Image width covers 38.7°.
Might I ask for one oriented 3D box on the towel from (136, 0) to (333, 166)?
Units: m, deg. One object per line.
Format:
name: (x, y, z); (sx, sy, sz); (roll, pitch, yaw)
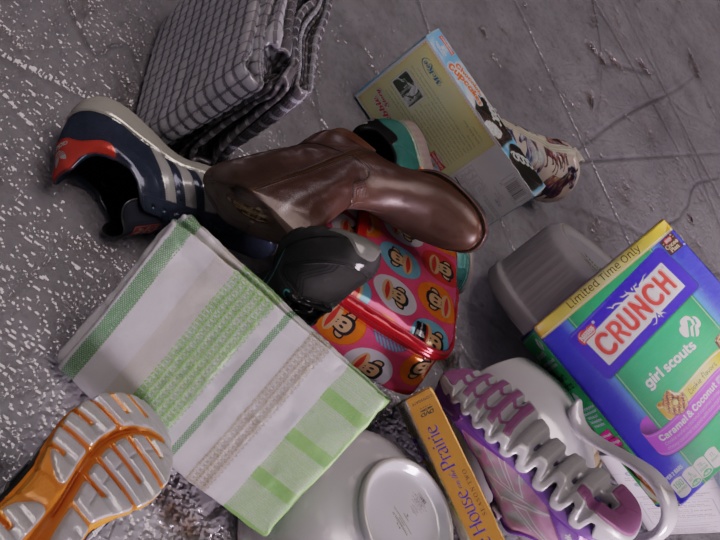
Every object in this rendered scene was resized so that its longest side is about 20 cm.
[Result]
towel: (-0.104, -0.184, 0.881); (0.085, 0.165, 0.202); (34, 45, -34)

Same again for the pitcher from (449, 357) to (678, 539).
pitcher: (0.176, 0.171, 0.909); (0.121, 0.171, 0.202); (3, 54, -49)

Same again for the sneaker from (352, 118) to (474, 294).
sneaker: (0.045, -0.064, 1.037); (0.079, 0.071, 0.202); (-5, 64, -42)

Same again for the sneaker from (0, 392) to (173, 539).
sneaker: (-0.193, 0.147, 0.643); (0.079, 0.077, 0.200); (53, 36, -5)

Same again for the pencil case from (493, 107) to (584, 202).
pencil case: (0.176, -0.138, 1.202); (0.199, 0.089, 0.079); (13, 56, -42)

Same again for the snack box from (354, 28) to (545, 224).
snack box: (0.094, -0.140, 1.094); (0.201, 0.116, 0.037); (55, 39, -4)

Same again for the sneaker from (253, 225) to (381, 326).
sneaker: (-0.053, 0.030, 0.769); (0.075, 0.199, 0.080); (23, 58, -29)

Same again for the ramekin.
ramekin: (0.237, 0.038, 1.089); (0.202, 0.094, 0.203); (38, 19, -15)

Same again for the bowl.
bowl: (0.009, 0.206, 0.802); (0.200, 0.090, 0.203); (25, 50, -34)

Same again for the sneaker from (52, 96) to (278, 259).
sneaker: (-0.155, -0.049, 0.816); (0.199, 0.075, 0.085); (31, 50, -20)

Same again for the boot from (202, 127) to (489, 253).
boot: (-0.008, -0.048, 0.822); (0.185, 0.065, 0.200); (29, 25, 17)

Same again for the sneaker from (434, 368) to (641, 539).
sneaker: (0.128, 0.167, 0.840); (0.200, 0.089, 0.080); (43, 32, 21)

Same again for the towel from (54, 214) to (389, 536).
towel: (-0.098, 0.076, 0.727); (0.200, 0.149, 0.031); (42, 13, -9)

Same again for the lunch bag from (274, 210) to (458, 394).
lunch bag: (0.000, 0.000, 0.912); (0.175, 0.082, 0.201); (31, 31, -14)

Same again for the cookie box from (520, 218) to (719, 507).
cookie box: (0.276, 0.085, 0.946); (0.171, 0.075, 0.201); (-38, 79, -11)

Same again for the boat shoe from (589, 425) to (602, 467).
boat shoe: (0.224, 0.183, 1.059); (0.065, 0.072, 0.200); (50, 34, -7)

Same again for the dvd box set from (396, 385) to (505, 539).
dvd box set: (0.087, 0.197, 0.867); (0.146, 0.029, 0.202); (88, -23, -80)

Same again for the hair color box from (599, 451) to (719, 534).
hair color box: (0.325, 0.208, 1.069); (0.200, 0.098, 0.061); (51, 38, -44)
